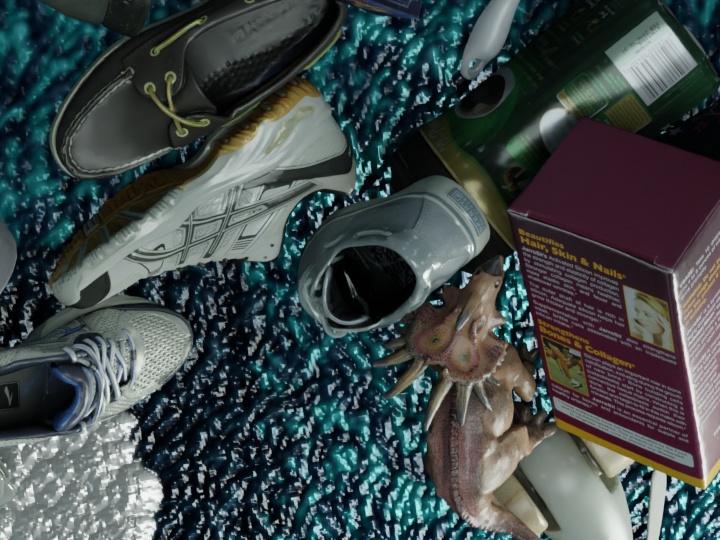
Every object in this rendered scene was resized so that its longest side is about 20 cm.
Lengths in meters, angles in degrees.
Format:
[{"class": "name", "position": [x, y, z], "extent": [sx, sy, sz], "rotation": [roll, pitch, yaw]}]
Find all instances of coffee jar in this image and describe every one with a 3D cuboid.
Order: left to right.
[{"class": "coffee jar", "position": [0.111, -0.086, 1.626], "extent": [0.200, 0.104, 0.085], "rotation": [-38, 110, 4]}]

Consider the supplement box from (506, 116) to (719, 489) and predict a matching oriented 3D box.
[{"class": "supplement box", "position": [0.165, 0.020, 1.579], "extent": [0.086, 0.110, 0.200], "rotation": [-50, 146, -28]}]

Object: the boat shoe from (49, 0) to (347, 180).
[{"class": "boat shoe", "position": [-0.096, -0.116, 1.594], "extent": [0.201, 0.061, 0.072], "rotation": [-35, 112, 2]}]

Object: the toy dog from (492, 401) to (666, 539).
[{"class": "toy dog", "position": [0.141, 0.154, 1.743], "extent": [0.131, 0.096, 0.200], "rotation": [-17, 127, -8]}]

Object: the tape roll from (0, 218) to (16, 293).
[{"class": "tape roll", "position": [-0.292, 0.018, 1.528], "extent": [0.200, 0.200, 0.066], "rotation": [-35, 112, 2]}]

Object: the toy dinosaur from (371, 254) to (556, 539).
[{"class": "toy dinosaur", "position": [0.063, 0.088, 1.603], "extent": [0.086, 0.136, 0.201], "rotation": [-9, 99, 11]}]

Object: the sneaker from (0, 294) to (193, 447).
[{"class": "sneaker", "position": [-0.174, 0.069, 1.604], "extent": [0.200, 0.085, 0.077], "rotation": [-19, 107, -35]}]

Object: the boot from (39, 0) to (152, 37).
[{"class": "boot", "position": [-0.155, -0.230, 1.469], "extent": [0.130, 0.068, 0.201], "rotation": [17, 106, -11]}]

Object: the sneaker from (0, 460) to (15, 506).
[{"class": "sneaker", "position": [-0.258, 0.142, 1.652], "extent": [0.086, 0.075, 0.200], "rotation": [22, 104, -24]}]

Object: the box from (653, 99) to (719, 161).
[{"class": "box", "position": [0.292, -0.056, 1.658], "extent": [0.200, 0.132, 0.115], "rotation": [-31, 114, -1]}]

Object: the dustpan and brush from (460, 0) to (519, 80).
[{"class": "dustpan and brush", "position": [0.112, -0.198, 1.613], "extent": [0.139, 0.057, 0.201], "rotation": [14, 105, -33]}]

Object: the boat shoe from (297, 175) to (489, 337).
[{"class": "boat shoe", "position": [0.001, 0.001, 1.589], "extent": [0.071, 0.201, 0.070], "rotation": [-40, 95, -29]}]

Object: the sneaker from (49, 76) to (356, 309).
[{"class": "sneaker", "position": [-0.090, -0.026, 1.621], "extent": [0.200, 0.076, 0.088], "rotation": [-35, 113, 3]}]

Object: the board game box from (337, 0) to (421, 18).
[{"class": "board game box", "position": [-0.001, -0.253, 1.511], "extent": [0.135, 0.035, 0.201], "rotation": [13, 87, -50]}]
